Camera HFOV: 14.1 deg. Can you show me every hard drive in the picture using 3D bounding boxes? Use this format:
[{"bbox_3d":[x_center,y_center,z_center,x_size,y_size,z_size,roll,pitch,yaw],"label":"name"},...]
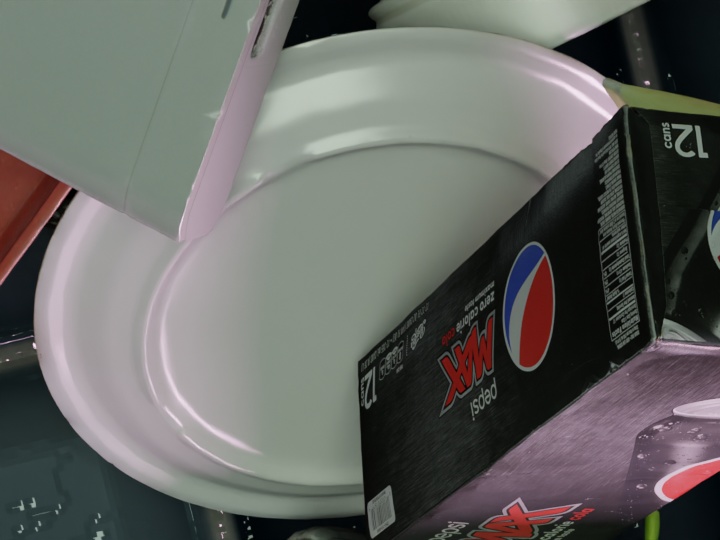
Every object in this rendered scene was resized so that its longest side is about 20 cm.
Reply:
[{"bbox_3d":[-0.106,-0.110,0.804,0.200,0.026,0.132,27,108,20],"label":"hard drive"}]

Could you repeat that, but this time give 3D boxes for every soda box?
[{"bbox_3d":[0.064,0.024,0.782,0.071,0.200,0.063,5,69,-19],"label":"soda box"}]

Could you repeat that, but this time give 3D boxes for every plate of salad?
[{"bbox_3d":[0.000,0.000,0.876,0.200,0.048,0.200,-8,134,-9],"label":"plate of salad"}]

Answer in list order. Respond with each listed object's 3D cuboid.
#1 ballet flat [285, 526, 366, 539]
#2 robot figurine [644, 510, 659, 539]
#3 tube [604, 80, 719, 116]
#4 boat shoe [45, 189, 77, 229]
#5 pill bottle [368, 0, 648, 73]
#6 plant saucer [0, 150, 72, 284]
[{"bbox_3d":[-0.059,0.161,0.911,0.200,0.066,0.057,-54,137,-2],"label":"ballet flat"},{"bbox_3d":[0.092,0.175,0.873,0.116,0.175,0.200,-2,118,21],"label":"robot figurine"},{"bbox_3d":[0.155,-0.002,0.774,0.200,0.052,0.058,24,124,39],"label":"tube"},{"bbox_3d":[-0.101,-0.110,0.895,0.072,0.068,0.200,-12,93,3],"label":"boat shoe"},{"bbox_3d":[0.016,-0.158,0.866,0.114,0.114,0.200,-26,93,2],"label":"pill bottle"},{"bbox_3d":[-0.161,-0.071,0.870,0.200,0.037,0.200,45,113,13],"label":"plant saucer"}]
